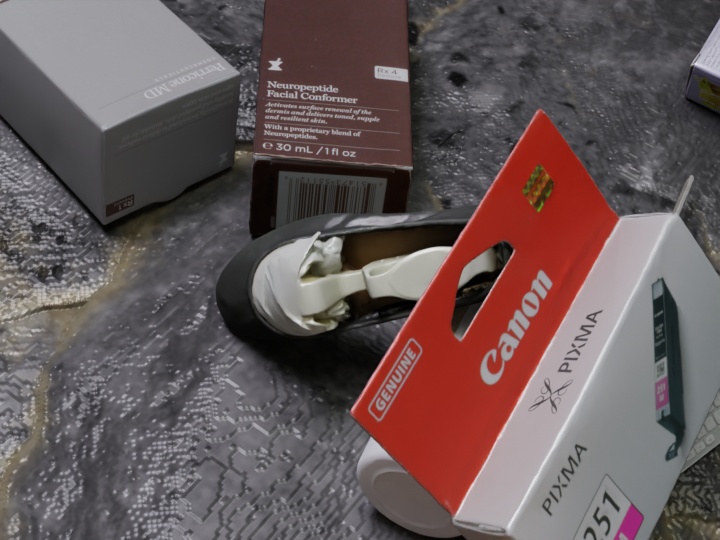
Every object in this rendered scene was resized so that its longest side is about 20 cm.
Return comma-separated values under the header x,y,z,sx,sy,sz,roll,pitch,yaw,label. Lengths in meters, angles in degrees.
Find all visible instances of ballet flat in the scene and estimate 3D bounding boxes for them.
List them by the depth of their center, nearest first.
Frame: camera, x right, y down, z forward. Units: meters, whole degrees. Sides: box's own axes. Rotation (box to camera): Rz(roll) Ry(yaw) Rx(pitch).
x,y,z,sx,sy,sz,roll,pitch,yaw,label
0.000,0.000,0.675,0.199,0.068,0.068,-13,6,20,ballet flat

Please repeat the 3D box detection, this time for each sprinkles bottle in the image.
x,y,z,sx,sy,sz,roll,pitch,yaw,label
0.068,0.051,0.695,0.068,0.068,0.200,23,50,11,sprinkles bottle

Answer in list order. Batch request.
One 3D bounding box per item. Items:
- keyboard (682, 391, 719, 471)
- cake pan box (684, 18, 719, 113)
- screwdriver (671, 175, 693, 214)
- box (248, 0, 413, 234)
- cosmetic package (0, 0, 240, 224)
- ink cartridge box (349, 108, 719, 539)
x,y,z,sx,sy,sz,roll,pitch,yaw,label
0.159,0.092,0.692,0.200,0.011,0.056,-29,97,-29,keyboard
0.359,-0.171,0.891,0.184,0.052,0.200,29,76,14,cake pan box
0.183,0.004,0.774,0.029,0.028,0.200,7,46,37,screwdriver
-0.018,-0.116,0.822,0.100,0.075,0.201,3,48,-5,box
-0.177,-0.132,0.804,0.107,0.090,0.200,-31,57,-33,cosmetic package
0.105,0.047,0.622,0.043,0.174,0.200,1,50,49,ink cartridge box
